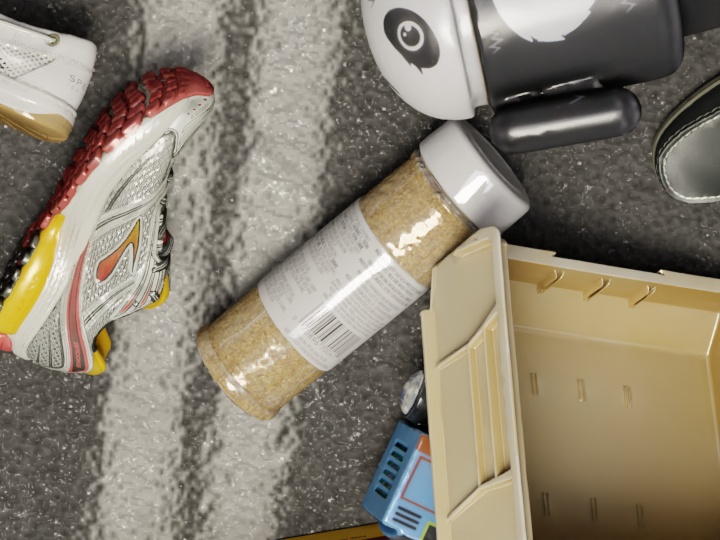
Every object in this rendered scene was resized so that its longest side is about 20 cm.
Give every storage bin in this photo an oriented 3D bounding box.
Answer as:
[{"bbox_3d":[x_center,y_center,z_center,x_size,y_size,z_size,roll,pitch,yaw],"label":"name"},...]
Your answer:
[{"bbox_3d":[0.144,0.084,1.247,0.199,0.199,0.094,8,154,-25],"label":"storage bin"}]

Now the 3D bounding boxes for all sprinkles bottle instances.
[{"bbox_3d":[0.000,0.000,1.313,0.200,0.068,0.068,-39,104,13],"label":"sprinkles bottle"}]

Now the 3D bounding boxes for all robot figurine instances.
[{"bbox_3d":[0.099,-0.151,1.230,0.199,0.150,0.125,-12,121,4],"label":"robot figurine"}]

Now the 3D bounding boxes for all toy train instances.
[{"bbox_3d":[0.103,0.131,1.338,0.200,0.087,0.115,25,90,-12],"label":"toy train"}]

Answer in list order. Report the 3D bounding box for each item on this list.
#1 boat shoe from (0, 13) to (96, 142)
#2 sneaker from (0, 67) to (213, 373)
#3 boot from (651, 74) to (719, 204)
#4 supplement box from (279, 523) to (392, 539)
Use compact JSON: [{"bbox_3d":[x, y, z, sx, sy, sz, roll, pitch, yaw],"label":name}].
[{"bbox_3d":[-0.238,-0.139,1.275,0.200,0.071,0.069,25,81,0],"label":"boat shoe"},{"bbox_3d":[-0.133,-0.027,1.300,0.082,0.078,0.200,28,117,-13],"label":"sneaker"},{"bbox_3d":[0.246,-0.064,1.235,0.203,0.154,0.074,-18,111,19],"label":"boot"},{"bbox_3d":[-0.042,0.256,1.332,0.197,0.200,0.133,-10,108,4],"label":"supplement box"}]
